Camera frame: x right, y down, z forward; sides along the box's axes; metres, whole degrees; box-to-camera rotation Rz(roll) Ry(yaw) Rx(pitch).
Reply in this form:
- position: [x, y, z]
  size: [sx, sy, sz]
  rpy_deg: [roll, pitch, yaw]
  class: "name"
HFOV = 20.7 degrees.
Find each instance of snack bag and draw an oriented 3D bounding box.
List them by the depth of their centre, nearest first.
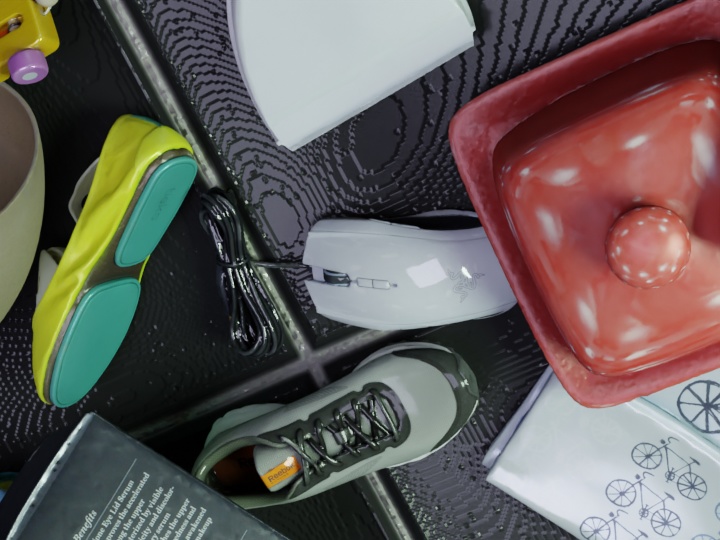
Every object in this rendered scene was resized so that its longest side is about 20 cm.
- position: [0.197, 0.098, 1.178]
  size: [0.189, 0.021, 0.200]
  rpy_deg: [34, 115, 4]
  class: "snack bag"

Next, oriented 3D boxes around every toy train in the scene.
- position: [-0.223, -0.183, 1.198]
  size: [0.200, 0.056, 0.150]
  rpy_deg: [2, 83, 27]
  class: "toy train"

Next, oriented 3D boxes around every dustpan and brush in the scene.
- position: [-0.038, -0.189, 1.141]
  size: [0.140, 0.057, 0.200]
  rpy_deg: [-29, 104, 12]
  class: "dustpan and brush"

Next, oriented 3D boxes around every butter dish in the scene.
- position: [0.159, -0.026, 1.066]
  size: [0.199, 0.148, 0.200]
  rpy_deg: [-24, 97, 17]
  class: "butter dish"

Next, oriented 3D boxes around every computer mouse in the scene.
- position: [0.000, 0.000, 1.193]
  size: [0.200, 0.044, 0.110]
  rpy_deg: [-2, 107, 18]
  class: "computer mouse"

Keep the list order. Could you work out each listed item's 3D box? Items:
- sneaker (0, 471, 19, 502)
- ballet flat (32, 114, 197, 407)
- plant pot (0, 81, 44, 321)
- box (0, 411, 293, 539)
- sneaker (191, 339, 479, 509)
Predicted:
- position: [-0.231, 0.214, 1.328]
  size: [0.080, 0.131, 0.200]
  rpy_deg: [10, 148, 17]
  class: "sneaker"
- position: [-0.166, -0.010, 1.239]
  size: [0.067, 0.067, 0.200]
  rpy_deg: [39, 114, 25]
  class: "ballet flat"
- position: [-0.283, -0.015, 1.213]
  size: [0.200, 0.200, 0.135]
  rpy_deg: [7, 136, 15]
  class: "plant pot"
- position: [-0.124, 0.186, 1.199]
  size: [0.200, 0.148, 0.104]
  rpy_deg: [33, 71, -9]
  class: "box"
- position: [-0.017, 0.105, 1.217]
  size: [0.200, 0.079, 0.074]
  rpy_deg: [-24, 98, 22]
  class: "sneaker"
